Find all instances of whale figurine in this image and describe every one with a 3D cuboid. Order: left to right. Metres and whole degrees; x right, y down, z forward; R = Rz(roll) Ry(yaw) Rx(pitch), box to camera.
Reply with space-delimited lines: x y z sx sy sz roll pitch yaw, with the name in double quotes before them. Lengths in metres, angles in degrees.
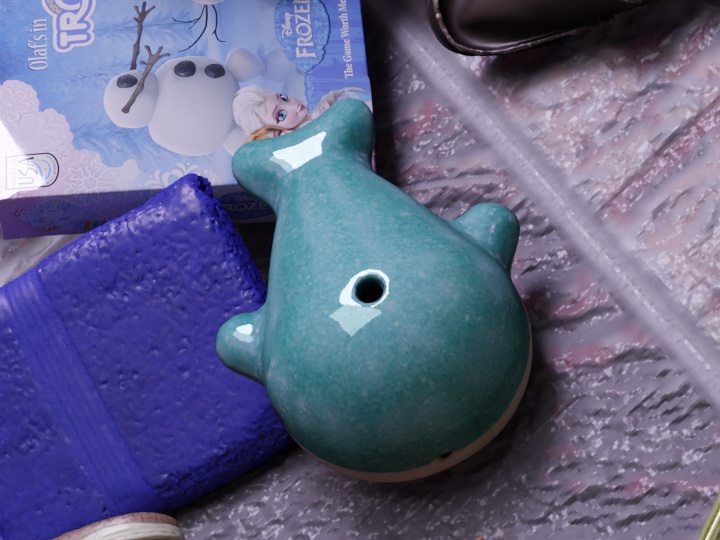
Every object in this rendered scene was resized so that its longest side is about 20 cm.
"whale figurine" 0.000 0.000 1.271 0.159 0.104 0.200 -23 63 1

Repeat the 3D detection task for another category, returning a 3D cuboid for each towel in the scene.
"towel" -0.126 0.057 1.364 0.200 0.050 0.148 -30 86 16

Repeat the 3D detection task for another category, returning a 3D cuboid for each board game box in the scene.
"board game box" -0.096 -0.115 1.427 0.198 0.043 0.201 -5 58 -2

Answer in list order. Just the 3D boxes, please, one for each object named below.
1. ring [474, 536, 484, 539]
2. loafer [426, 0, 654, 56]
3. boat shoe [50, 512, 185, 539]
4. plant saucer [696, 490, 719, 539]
"ring" -0.015 0.167 1.144 0.200 0.200 0.019 -34 85 11
"loafer" 0.117 -0.161 1.345 0.199 0.073 0.071 -22 6 23
"boat shoe" -0.161 0.193 1.318 0.200 0.072 0.076 -34 57 22
"plant saucer" 0.202 0.138 1.082 0.199 0.048 0.200 12 66 43
